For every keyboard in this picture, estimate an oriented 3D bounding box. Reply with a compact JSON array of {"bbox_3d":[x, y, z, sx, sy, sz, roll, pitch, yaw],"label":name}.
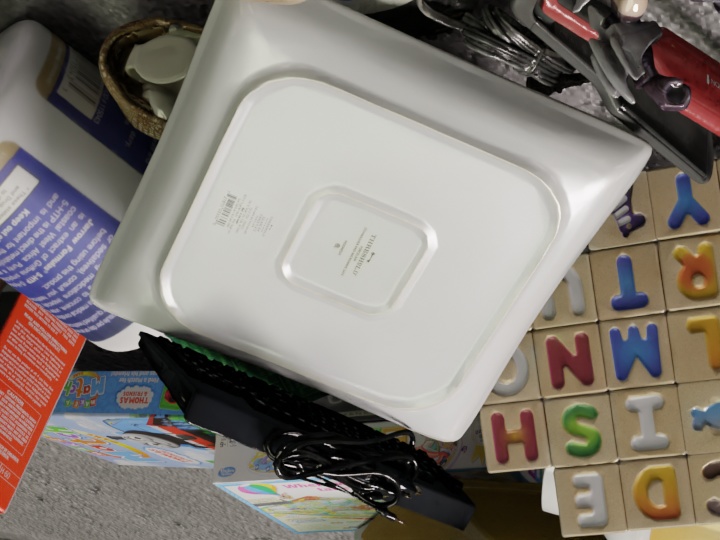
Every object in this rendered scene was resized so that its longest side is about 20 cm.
[{"bbox_3d":[-0.010,0.075,0.802,0.199,0.040,0.104,26,-167,-39],"label":"keyboard"}]

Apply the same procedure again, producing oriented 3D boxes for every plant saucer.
[{"bbox_3d":[0.118,0.161,0.925,0.198,0.049,0.200,5,-172,-14],"label":"plant saucer"}]

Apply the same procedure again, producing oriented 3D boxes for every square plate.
[{"bbox_3d":[-0.003,-0.014,0.733,0.196,0.029,0.201,21,126,-12],"label":"square plate"}]

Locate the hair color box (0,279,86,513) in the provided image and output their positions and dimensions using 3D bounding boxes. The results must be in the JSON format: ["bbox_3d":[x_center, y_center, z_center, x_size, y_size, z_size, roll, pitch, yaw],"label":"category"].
[{"bbox_3d":[-0.215,0.038,0.957,0.101,0.201,0.061,-5,141,36],"label":"hair color box"}]

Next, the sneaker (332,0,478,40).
[{"bbox_3d":[0.014,-0.150,0.677,0.071,0.073,0.200,-8,161,-6],"label":"sneaker"}]

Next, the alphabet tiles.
[{"bbox_3d":[0.146,0.036,0.770,0.198,0.169,0.008,-8,179,22],"label":"alphabet tiles"}]

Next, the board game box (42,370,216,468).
[{"bbox_3d":[-0.138,0.104,1.135,0.198,0.037,0.151,-2,160,34],"label":"board game box"}]

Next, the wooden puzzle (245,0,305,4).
[{"bbox_3d":[-0.111,-0.194,0.614,0.183,0.037,0.201,10,141,23],"label":"wooden puzzle"}]

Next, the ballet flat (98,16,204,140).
[{"bbox_3d":[-0.045,-0.079,0.776,0.198,0.071,0.065,11,168,28],"label":"ballet flat"}]

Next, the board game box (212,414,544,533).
[{"bbox_3d":[0.023,0.133,1.059,0.198,0.035,0.134,-6,156,20],"label":"board game box"}]

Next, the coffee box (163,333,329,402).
[{"bbox_3d":[0.000,0.000,0.827,0.198,0.044,0.123,-22,136,5],"label":"coffee box"}]

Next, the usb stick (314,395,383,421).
[{"bbox_3d":[0.012,0.066,0.980,0.198,0.033,0.056,-5,136,9],"label":"usb stick"}]

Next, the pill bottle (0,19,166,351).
[{"bbox_3d":[-0.135,-0.028,0.884,0.200,0.120,0.119,39,145,-25],"label":"pill bottle"}]

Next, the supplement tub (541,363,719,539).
[{"bbox_3d":[0.201,0.087,0.837,0.198,0.145,0.145,13,148,14],"label":"supplement tub"}]

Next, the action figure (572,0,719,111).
[{"bbox_3d":[0.162,-0.101,0.637,0.130,0.070,0.199,-28,133,32],"label":"action figure"}]

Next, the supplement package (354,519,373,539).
[{"bbox_3d":[0.103,0.222,1.073,0.198,0.111,0.114,7,160,-14],"label":"supplement package"}]

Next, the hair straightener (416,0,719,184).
[{"bbox_3d":[0.090,-0.082,0.697,0.199,0.041,0.077,19,153,-37],"label":"hair straightener"}]
